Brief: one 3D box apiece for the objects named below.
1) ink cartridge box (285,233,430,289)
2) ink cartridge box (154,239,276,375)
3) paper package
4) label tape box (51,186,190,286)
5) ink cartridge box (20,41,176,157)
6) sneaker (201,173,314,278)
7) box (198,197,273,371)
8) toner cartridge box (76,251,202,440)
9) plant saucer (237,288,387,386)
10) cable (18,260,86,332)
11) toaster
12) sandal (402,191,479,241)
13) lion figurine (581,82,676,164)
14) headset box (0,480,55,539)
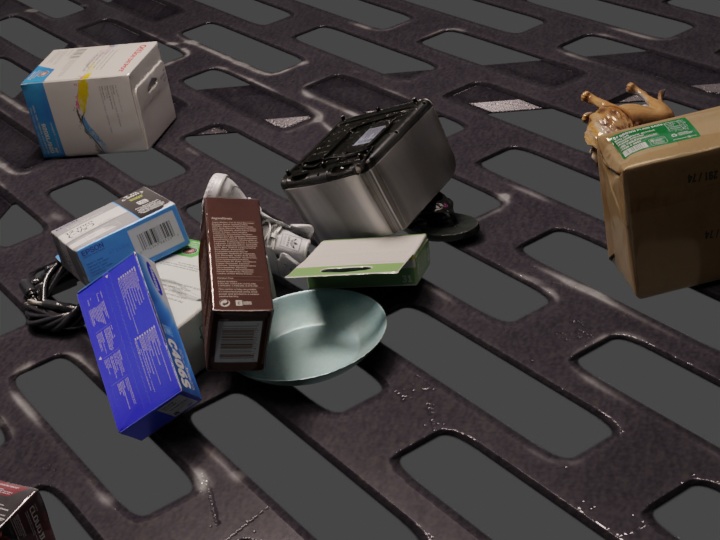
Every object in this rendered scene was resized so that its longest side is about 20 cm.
[{"bbox_3d":[0.000,0.000,1.738,0.145,0.048,0.200,-3,16,13],"label":"ink cartridge box"},{"bbox_3d":[-0.223,0.050,1.738,0.146,0.083,0.200,13,36,35],"label":"ink cartridge box"},{"bbox_3d":[0.397,-0.086,1.652,0.200,0.191,0.104,-14,29,-3],"label":"paper package"},{"bbox_3d":[-0.329,-0.051,1.840,0.143,0.066,0.200,-28,25,-18],"label":"label tape box"},{"bbox_3d":[-0.441,-0.290,2.356,0.200,0.145,0.147,-2,31,16],"label":"ink cartridge box"},{"bbox_3d":[-0.128,-0.056,1.797,0.115,0.200,0.075,8,61,19],"label":"sneaker"},{"bbox_3d":[-0.149,0.014,1.625,0.075,0.100,0.200,0,43,-12],"label":"box"},{"bbox_3d":[-0.257,0.086,1.599,0.095,0.043,0.200,-33,58,15],"label":"toner cartridge box"},{"bbox_3d":[-0.064,0.089,1.660,0.201,0.039,0.201,-9,29,5],"label":"plant saucer"},{"bbox_3d":[-0.361,0.017,1.880,0.200,0.051,0.163,-17,29,-12],"label":"cable"},{"bbox_3d":[0.008,-0.131,1.884,0.181,0.119,0.200,-9,29,44],"label":"toaster"},{"bbox_3d":[0.082,-0.085,1.907,0.075,0.048,0.200,-28,32,-29],"label":"sandal"},{"bbox_3d":[0.400,-0.220,2.018,0.200,0.073,0.122,-19,37,-23],"label":"lion figurine"},{"bbox_3d":[-0.418,0.284,1.398,0.148,0.075,0.200,6,33,27],"label":"headset box"}]
